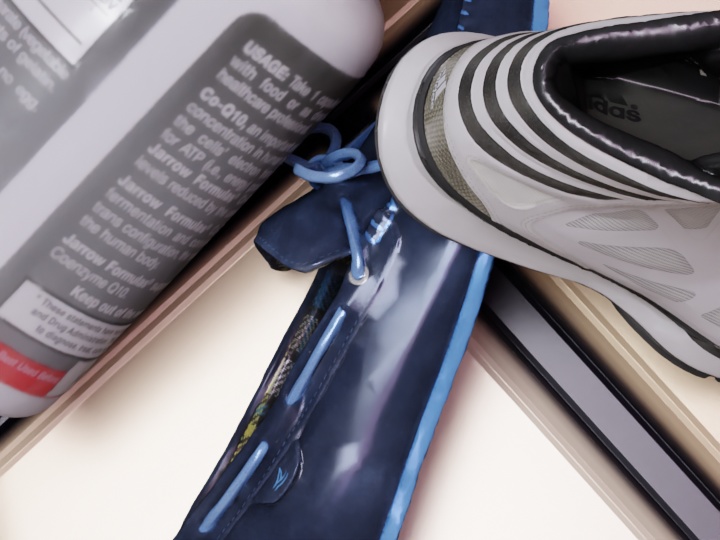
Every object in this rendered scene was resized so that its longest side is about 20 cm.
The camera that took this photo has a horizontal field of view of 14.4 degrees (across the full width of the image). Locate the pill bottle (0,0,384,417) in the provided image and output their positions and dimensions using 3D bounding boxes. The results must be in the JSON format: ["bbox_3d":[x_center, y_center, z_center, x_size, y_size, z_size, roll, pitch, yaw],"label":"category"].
[{"bbox_3d":[-0.065,-0.066,0.803,0.200,0.114,0.114,-46,80,9],"label":"pill bottle"}]

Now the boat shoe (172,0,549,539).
[{"bbox_3d":[0.000,0.000,0.818,0.068,0.084,0.201,18,82,-3],"label":"boat shoe"}]

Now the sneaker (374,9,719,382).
[{"bbox_3d":[0.112,-0.014,0.760,0.199,0.115,0.076,18,80,-25],"label":"sneaker"}]
